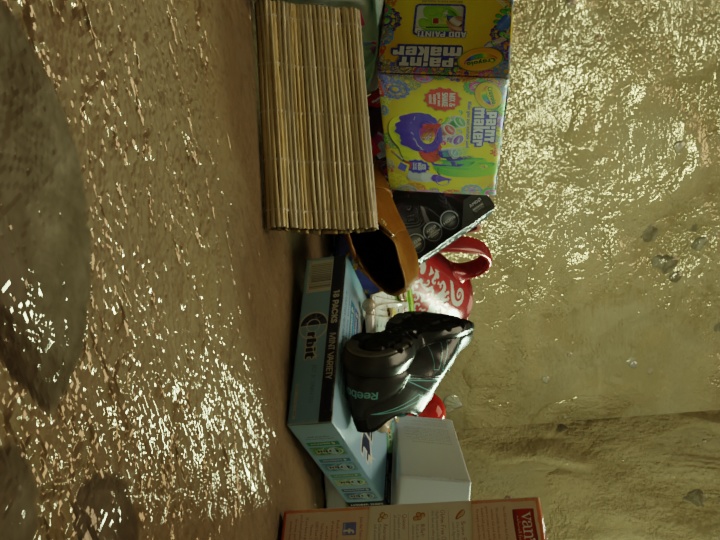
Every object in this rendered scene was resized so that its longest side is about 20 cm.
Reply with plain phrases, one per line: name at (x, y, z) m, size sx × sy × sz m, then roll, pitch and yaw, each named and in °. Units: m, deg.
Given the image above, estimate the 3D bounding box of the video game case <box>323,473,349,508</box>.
video game case at (-0.018, 0.184, 0.901) m, size 0.182 × 0.022 × 0.204 m, roll 35°, pitch 51°, yaw -82°

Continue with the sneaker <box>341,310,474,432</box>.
sneaker at (0.044, 0.088, 0.762) m, size 0.199 × 0.075 × 0.081 m, roll -15°, pitch 110°, yaw -54°

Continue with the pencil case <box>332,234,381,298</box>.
pencil case at (0.000, 0.000, 0.975) m, size 0.201 × 0.086 × 0.079 m, roll -85°, pitch -167°, yaw -53°

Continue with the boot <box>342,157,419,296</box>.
boot at (-0.002, -0.068, 0.810) m, size 0.203 × 0.070 × 0.144 m, roll 58°, pitch 8°, yaw 3°

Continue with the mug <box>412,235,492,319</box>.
mug at (0.079, -0.004, 1.166) m, size 0.133 × 0.178 × 0.200 m, roll 39°, pitch 2°, yaw 36°

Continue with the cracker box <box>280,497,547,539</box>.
cracker box at (0.045, 0.242, 0.634) m, size 0.058 × 0.196 × 0.135 m, roll -88°, pitch 170°, yaw -48°

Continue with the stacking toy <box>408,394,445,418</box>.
stacking toy at (0.053, 0.120, 1.047) m, size 0.086 × 0.084 × 0.202 m, roll -77°, pitch 144°, yaw -71°

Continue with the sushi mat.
sushi mat at (-0.038, -0.130, 0.683) m, size 0.012 × 0.094 × 0.204 m, roll 146°, pitch -59°, yaw -70°

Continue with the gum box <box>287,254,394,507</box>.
gum box at (-0.010, 0.115, 0.787) m, size 0.201 × 0.044 × 0.172 m, roll 64°, pitch 24°, yaw -50°

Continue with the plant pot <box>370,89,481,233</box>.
plant pot at (0.078, -0.167, 1.091) m, size 0.201 × 0.197 × 0.199 m, roll 43°, pitch 56°, yaw -80°

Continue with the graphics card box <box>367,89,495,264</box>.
graphics card box at (0.053, -0.116, 0.963) m, size 0.201 × 0.125 × 0.051 m, roll 57°, pitch -10°, yaw 8°

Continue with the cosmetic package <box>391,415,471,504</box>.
cosmetic package at (0.067, 0.228, 0.844) m, size 0.200 × 0.070 × 0.103 m, roll -77°, pitch 172°, yaw -83°

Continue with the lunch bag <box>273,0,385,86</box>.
lunch bag at (-0.030, -0.292, 0.769) m, size 0.201 × 0.120 × 0.172 m, roll 69°, pitch 15°, yaw -47°

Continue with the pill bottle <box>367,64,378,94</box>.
pill bottle at (-0.005, -0.297, 1.025) m, size 0.201 × 0.109 × 0.112 m, roll -86°, pitch 169°, yaw -54°

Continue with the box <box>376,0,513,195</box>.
box at (0.091, -0.213, 0.827) m, size 0.201 × 0.120 × 0.195 m, roll 79°, pitch 16°, yaw -64°

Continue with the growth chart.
growth chart at (0.036, 0.083, 0.858) m, size 0.200 × 0.017 × 0.147 m, roll -26°, pitch 108°, yaw -73°
